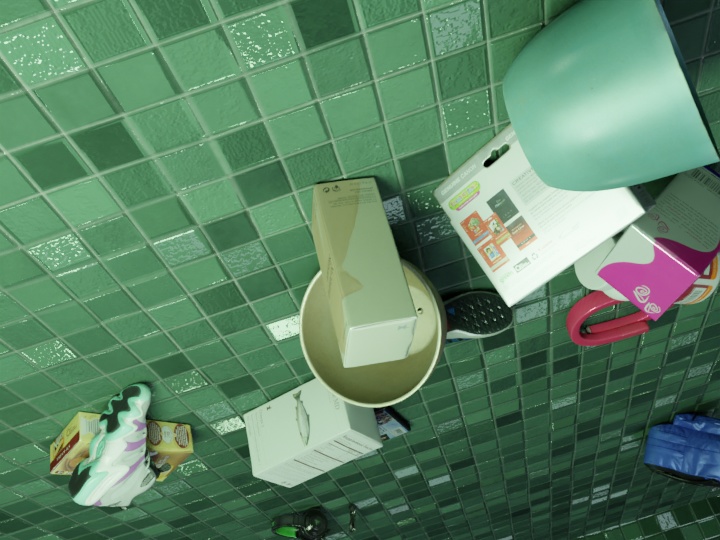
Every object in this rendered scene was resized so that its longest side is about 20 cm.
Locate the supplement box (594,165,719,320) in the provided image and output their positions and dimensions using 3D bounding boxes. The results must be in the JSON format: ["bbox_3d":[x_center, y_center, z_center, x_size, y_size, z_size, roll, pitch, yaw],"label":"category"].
[{"bbox_3d":[0.409,-0.044,0.996,0.200,0.101,0.104,-36,160,-37],"label":"supplement box"}]

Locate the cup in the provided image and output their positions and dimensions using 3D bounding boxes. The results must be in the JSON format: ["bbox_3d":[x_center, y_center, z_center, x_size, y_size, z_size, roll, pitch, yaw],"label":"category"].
[{"bbox_3d":[0.036,0.073,1.040,0.200,0.201,0.143,-31,169,21],"label":"cup"}]

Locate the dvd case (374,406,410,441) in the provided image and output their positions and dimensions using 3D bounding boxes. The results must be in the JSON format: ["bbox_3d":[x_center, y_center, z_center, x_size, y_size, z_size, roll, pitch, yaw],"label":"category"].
[{"bbox_3d":[-0.015,0.318,1.489,0.199,0.018,0.143,-24,144,13],"label":"dvd case"}]

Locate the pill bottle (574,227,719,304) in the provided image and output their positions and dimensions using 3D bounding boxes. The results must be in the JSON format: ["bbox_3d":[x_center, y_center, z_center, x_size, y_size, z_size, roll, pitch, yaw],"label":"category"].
[{"bbox_3d":[0.417,-0.011,1.119,0.199,0.114,0.113,4,141,-26],"label":"pill bottle"}]

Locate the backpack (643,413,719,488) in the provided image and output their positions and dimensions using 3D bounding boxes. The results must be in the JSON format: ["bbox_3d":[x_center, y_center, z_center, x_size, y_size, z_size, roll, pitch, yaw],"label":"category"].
[{"bbox_3d":[0.802,0.436,1.863,0.199,0.169,0.162,-1,157,43],"label":"backpack"}]

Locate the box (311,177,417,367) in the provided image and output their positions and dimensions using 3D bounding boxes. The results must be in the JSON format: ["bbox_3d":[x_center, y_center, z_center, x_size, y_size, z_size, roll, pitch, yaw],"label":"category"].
[{"bbox_3d":[0.000,0.000,0.885,0.077,0.201,0.095,-8,145,-11],"label":"box"}]

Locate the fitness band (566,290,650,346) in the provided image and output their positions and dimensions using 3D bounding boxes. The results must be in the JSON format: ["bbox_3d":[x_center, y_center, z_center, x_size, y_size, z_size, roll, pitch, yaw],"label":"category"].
[{"bbox_3d":[0.449,0.068,1.315,0.198,0.038,0.144,-16,143,-2],"label":"fitness band"}]

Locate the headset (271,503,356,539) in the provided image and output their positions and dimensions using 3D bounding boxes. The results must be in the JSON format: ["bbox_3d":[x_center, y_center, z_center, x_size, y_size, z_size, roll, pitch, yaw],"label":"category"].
[{"bbox_3d":[-0.110,0.594,1.813,0.198,0.095,0.124,4,148,-1],"label":"headset"}]

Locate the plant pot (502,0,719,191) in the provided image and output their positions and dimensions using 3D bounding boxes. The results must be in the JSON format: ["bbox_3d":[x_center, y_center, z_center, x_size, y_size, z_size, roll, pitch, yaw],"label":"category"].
[{"bbox_3d":[0.239,-0.171,0.760,0.160,0.202,0.200,-22,147,28],"label":"plant pot"}]

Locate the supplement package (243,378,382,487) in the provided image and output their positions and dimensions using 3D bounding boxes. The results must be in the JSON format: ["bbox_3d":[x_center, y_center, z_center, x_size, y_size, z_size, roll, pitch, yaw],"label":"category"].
[{"bbox_3d":[-0.082,0.271,1.308,0.199,0.118,0.117,-29,144,18],"label":"supplement package"}]

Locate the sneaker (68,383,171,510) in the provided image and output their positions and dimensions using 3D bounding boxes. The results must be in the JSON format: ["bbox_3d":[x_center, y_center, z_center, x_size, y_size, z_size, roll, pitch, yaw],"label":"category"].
[{"bbox_3d":[-0.344,0.278,1.188,0.140,0.078,0.201,31,92,-39],"label":"sneaker"}]

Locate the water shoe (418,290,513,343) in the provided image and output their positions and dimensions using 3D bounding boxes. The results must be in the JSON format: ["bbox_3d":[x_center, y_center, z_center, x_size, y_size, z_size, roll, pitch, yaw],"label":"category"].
[{"bbox_3d":[0.137,0.077,1.187,0.198,0.072,0.079,-8,173,-14],"label":"water shoe"}]

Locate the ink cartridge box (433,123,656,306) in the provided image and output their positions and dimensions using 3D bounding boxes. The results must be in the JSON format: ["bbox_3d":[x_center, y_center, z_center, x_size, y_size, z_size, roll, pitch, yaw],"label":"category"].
[{"bbox_3d":[0.217,-0.087,0.929,0.200,0.176,0.084,-39,171,30],"label":"ink cartridge box"}]

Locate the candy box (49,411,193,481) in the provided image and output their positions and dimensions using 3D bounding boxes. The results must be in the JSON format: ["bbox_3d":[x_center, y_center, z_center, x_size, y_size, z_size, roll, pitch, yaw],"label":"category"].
[{"bbox_3d":[-0.393,0.294,1.268,0.199,0.056,0.115,18,132,-38],"label":"candy box"}]
